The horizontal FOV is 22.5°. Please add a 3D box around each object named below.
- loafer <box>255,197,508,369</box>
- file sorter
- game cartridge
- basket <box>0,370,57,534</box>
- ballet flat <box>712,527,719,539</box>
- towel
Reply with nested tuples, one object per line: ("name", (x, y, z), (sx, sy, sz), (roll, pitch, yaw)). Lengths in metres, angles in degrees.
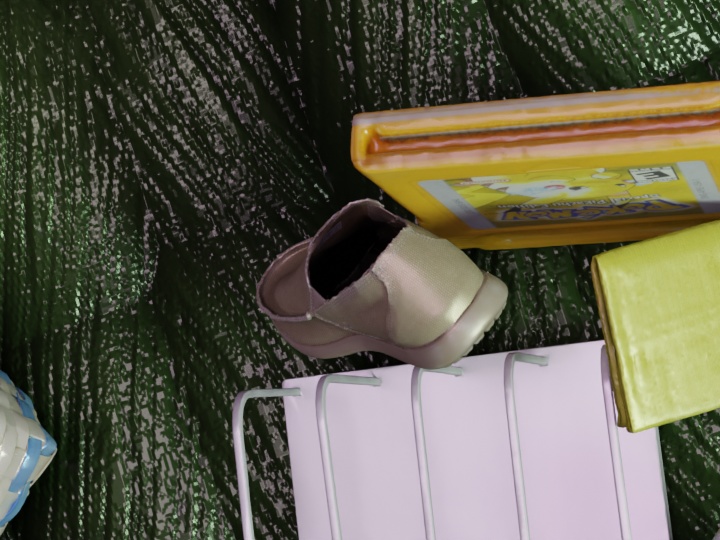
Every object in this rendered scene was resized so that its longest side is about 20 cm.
("loafer", (0.000, 0.000, 0.907), (0.076, 0.200, 0.068), (-48, 112, -20))
("file sorter", (0.046, 0.112, 0.912), (0.200, 0.125, 0.139), (-8, 84, 16))
("game cartridge", (0.106, -0.043, 0.862), (0.176, 0.200, 0.033), (-4, 77, 16))
("basket", (-0.283, 0.098, 0.965), (0.177, 0.200, 0.139), (-56, 44, 6))
("ballet flat", (0.201, 0.207, 0.887), (0.069, 0.071, 0.200), (-11, 95, 4))
("towel", (0.198, 0.010, 0.859), (0.200, 0.018, 0.086), (-15, 96, -25))
